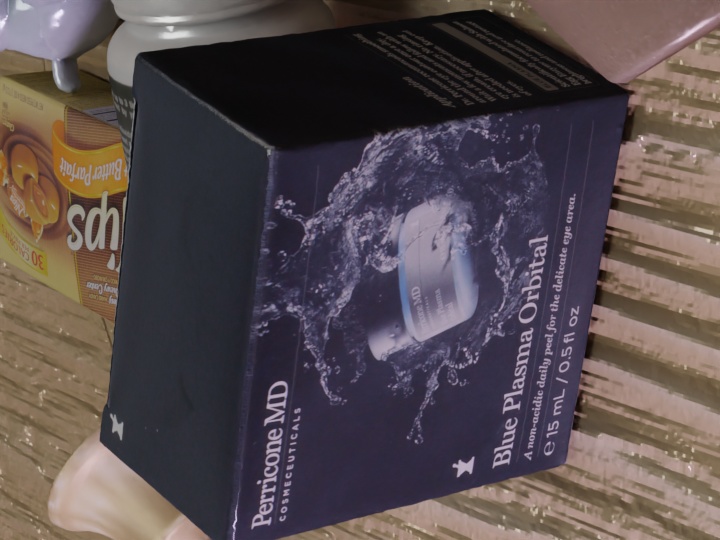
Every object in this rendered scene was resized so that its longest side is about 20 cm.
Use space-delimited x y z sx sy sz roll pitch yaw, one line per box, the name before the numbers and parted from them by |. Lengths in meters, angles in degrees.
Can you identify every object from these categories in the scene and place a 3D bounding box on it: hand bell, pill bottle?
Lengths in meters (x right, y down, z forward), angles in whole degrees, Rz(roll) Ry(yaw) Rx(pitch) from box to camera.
hand bell | -0.073 0.171 1.501 0.200 0.104 0.104 44 134 23
pill bottle | -0.061 -0.072 1.327 0.114 0.114 0.200 21 128 52

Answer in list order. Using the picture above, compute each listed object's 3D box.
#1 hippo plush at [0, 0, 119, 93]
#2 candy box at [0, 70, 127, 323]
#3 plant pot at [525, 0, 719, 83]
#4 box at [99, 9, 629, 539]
hippo plush | -0.179 -0.198 1.512 0.161 0.200 0.159 102 171 -70
candy box | -0.139 -0.038 1.545 0.200 0.055 0.116 25 119 50
plant pot | 0.104 -0.175 1.062 0.175 0.200 0.200 58 144 1
box | 0.000 0.000 1.224 0.117 0.200 0.197 35 127 46
